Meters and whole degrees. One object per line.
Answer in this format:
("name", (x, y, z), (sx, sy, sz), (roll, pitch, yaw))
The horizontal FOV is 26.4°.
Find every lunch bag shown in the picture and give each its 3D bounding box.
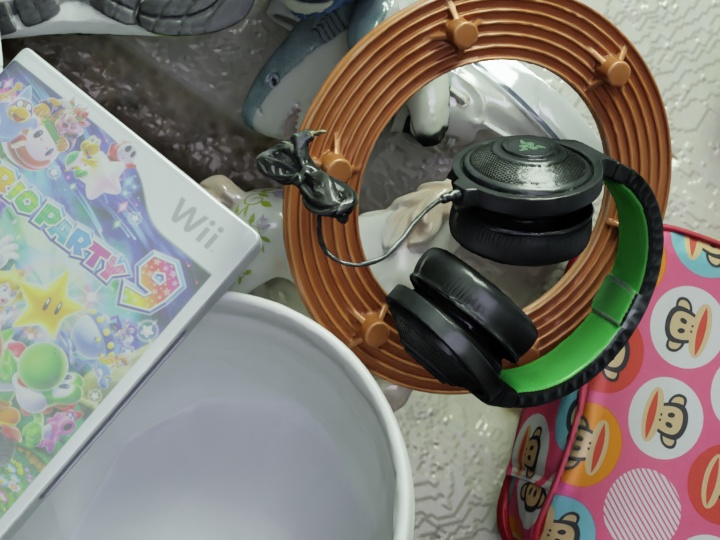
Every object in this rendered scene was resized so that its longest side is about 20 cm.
("lunch bag", (0.179, 0.084, 0.818), (0.176, 0.082, 0.201), (18, 85, -12))

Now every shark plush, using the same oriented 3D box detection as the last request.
("shark plush", (0.007, -0.155, 0.741), (0.083, 0.091, 0.201), (14, 89, 30))

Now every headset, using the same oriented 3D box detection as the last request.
("headset", (0.049, -0.011, 0.681), (0.200, 0.094, 0.124), (17, 103, -42))

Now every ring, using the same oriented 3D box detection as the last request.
("ring", (0.061, -0.033, 0.715), (0.200, 0.019, 0.201), (-8, 112, -20))

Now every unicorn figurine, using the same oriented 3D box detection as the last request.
("unicorn figurine", (0.000, 0.000, 0.760), (0.199, 0.074, 0.138), (9, 114, -6))

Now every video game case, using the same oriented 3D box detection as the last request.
("video game case", (-0.160, 0.018, 0.669), (0.143, 0.018, 0.200), (38, 77, 9))

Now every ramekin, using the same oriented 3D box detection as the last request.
("ramekin", (-0.073, 0.118, 0.698), (0.200, 0.105, 0.201), (-2, 69, 5))

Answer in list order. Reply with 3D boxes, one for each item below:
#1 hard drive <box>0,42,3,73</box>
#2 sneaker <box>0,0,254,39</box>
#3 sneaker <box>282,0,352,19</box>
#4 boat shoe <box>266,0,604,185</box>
("hard drive", (-0.239, -0.170, 0.732), (0.132, 0.027, 0.201), (-5, 91, 21))
("sneaker", (-0.142, -0.144, 0.762), (0.199, 0.081, 0.074), (8, 94, 7))
("sneaker", (-0.035, -0.193, 0.723), (0.077, 0.200, 0.085), (-36, 130, 13))
("boat shoe", (0.041, -0.095, 0.799), (0.200, 0.072, 0.066), (38, 86, -8))
